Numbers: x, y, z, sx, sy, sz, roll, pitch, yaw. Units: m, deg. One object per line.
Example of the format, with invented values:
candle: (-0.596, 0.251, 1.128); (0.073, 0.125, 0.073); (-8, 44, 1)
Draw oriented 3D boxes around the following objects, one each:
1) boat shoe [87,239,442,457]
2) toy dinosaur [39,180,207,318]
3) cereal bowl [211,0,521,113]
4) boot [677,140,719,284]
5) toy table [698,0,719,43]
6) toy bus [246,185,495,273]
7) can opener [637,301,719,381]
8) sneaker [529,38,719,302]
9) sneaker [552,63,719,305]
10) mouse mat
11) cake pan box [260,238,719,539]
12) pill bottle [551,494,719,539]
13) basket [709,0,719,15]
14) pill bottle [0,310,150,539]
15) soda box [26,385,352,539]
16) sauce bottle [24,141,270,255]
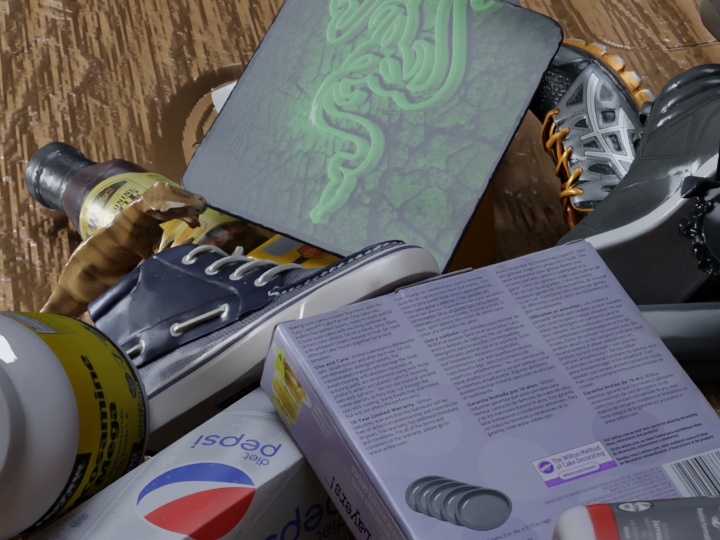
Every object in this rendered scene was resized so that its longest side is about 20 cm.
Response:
boat shoe: (-0.057, 0.014, 1.332); (0.200, 0.075, 0.093); (-30, 68, 19)
toy dinosaur: (-0.145, 0.004, 1.418); (0.106, 0.200, 0.060); (6, 49, -46)
cereal bowl: (0.015, -0.106, 1.583); (0.200, 0.083, 0.200); (-21, 3, 1)
boot: (0.267, -0.023, 1.262); (0.198, 0.163, 0.073); (42, 10, 12)
toy table: (0.290, -0.105, 1.541); (0.200, 0.117, 0.184); (4, 32, 14)
toy bus: (0.000, 0.000, 1.457); (0.078, 0.065, 0.200); (19, 38, 36)
can opener: (0.115, 0.053, 1.379); (0.200, 0.053, 0.067); (-7, 65, 1)
sneaker: (0.143, -0.058, 1.484); (0.077, 0.078, 0.200); (-29, 59, -16)
sneaker: (0.158, -0.036, 1.408); (0.200, 0.071, 0.099); (-38, 31, 28)
mouse mat: (0.009, -0.092, 1.449); (0.161, 0.008, 0.200); (20, 59, 13)
cake pan box: (0.078, 0.080, 1.249); (0.200, 0.052, 0.184); (-16, 55, -28)
pill bottle: (0.188, 0.153, 1.116); (0.199, 0.116, 0.116); (-4, 30, -2)
basket: (0.289, -0.111, 1.354); (0.180, 0.200, 0.136); (-25, 3, 45)
pill bottle: (-0.178, 0.075, 1.233); (0.112, 0.113, 0.200); (1, -1, 10)
soda box: (-0.086, 0.133, 1.243); (0.063, 0.068, 0.200); (21, 39, 37)
sauce bottle: (-0.130, -0.026, 1.528); (0.066, 0.066, 0.200); (-27, 34, -32)
